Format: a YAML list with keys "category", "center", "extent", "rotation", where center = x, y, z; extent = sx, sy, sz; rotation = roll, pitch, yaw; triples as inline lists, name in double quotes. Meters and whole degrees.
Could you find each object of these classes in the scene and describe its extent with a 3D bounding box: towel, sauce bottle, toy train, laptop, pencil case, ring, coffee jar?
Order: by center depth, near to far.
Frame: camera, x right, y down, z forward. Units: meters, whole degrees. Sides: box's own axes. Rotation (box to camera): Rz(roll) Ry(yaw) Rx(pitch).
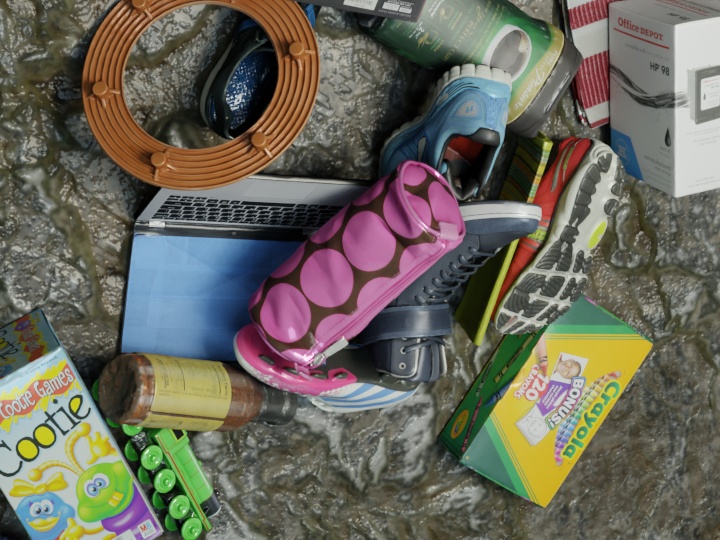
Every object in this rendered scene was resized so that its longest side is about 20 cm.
- category: "ring"
  center: [-0.132, -0.161, 1.296]
  extent: [0.199, 0.019, 0.202]
  rotation: [-2, 71, 6]
- category: "pencil case"
  center: [0.000, 0.000, 1.350]
  extent: [0.090, 0.094, 0.200]
  rotation: [25, 122, -39]
- category: "laptop"
  center: [-0.099, 0.001, 1.391]
  extent: [0.186, 0.200, 0.117]
  rotation: [2, 73, -23]
- category: "sauce bottle"
  center: [-0.139, 0.112, 1.412]
  extent: [0.199, 0.066, 0.066]
  rotation: [14, 103, -48]
- category: "coffee jar"
  center: [0.100, -0.205, 1.414]
  extent: [0.199, 0.085, 0.105]
  rotation: [32, 92, -27]
- category: "toy train"
  center: [-0.181, 0.163, 1.449]
  extent: [0.056, 0.042, 0.201]
  rotation: [-40, 124, -26]
- category: "towel"
  center: [0.131, -0.035, 1.485]
  extent: [0.018, 0.086, 0.201]
  rotation: [17, 101, -9]
- category: "towel"
  center: [0.253, -0.248, 1.498]
  extent: [0.143, 0.023, 0.201]
  rotation: [-21, 116, -17]

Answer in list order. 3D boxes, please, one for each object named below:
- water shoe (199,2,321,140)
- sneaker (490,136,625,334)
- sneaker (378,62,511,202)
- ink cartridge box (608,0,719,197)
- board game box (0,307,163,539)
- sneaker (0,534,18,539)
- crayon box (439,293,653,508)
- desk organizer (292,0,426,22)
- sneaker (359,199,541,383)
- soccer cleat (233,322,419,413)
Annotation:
- category: "water shoe"
  center: [-0.068, -0.201, 1.351]
  extent: [0.071, 0.079, 0.201]
  rotation: [19, 100, -26]
- category: "sneaker"
  center: [0.178, -0.033, 1.505]
  extent: [0.077, 0.085, 0.201]
  rotation: [22, 101, -38]
- category: "sneaker"
  center: [0.069, -0.092, 1.399]
  extent: [0.078, 0.091, 0.200]
  rotation: [10, 146, -16]
- category: "ink cartridge box"
  center: [0.283, -0.182, 1.458]
  extent: [0.066, 0.116, 0.202]
  rotation: [-13, 113, -20]
- category: "board game box"
  center: [-0.267, 0.154, 1.377]
  extent: [0.103, 0.105, 0.201]
  rotation: [-29, 115, -10]
- category: "sneaker"
  center: [-0.330, 0.250, 1.415]
  extent: [0.082, 0.070, 0.201]
  rotation: [-29, 120, -29]
- category: "crayon box"
  center: [0.183, 0.119, 1.572]
  extent: [0.118, 0.058, 0.201]
  rotation: [31, 94, -27]
- category: "desk organizer"
  center: [-0.040, -0.269, 1.293]
  extent: [0.198, 0.072, 0.078]
  rotation: [8, 63, -9]
- category: "sneaker"
  center: [0.079, 0.021, 1.402]
  extent: [0.077, 0.201, 0.147]
  rotation: [6, 73, -52]
- category: "soccer cleat"
  center: [-0.037, 0.099, 1.461]
  extent: [0.199, 0.070, 0.086]
  rotation: [11, 140, -30]
